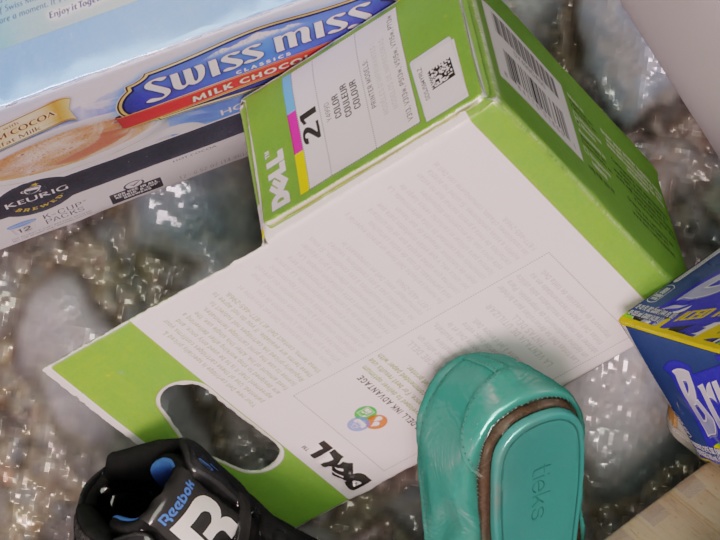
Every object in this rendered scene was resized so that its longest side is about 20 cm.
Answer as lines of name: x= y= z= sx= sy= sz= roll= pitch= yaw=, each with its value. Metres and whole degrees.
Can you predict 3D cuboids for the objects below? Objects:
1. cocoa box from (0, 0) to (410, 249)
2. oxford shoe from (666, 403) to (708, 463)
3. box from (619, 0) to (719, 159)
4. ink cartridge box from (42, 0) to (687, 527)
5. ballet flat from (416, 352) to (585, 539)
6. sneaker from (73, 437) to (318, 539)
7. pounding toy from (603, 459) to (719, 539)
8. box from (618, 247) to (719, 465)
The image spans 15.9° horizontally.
cocoa box: x=-0.083 y=-0.115 z=0.961 sx=0.199 sy=0.131 sz=0.134 roll=-20 pitch=73 yaw=-3
oxford shoe: x=0.197 y=0.093 z=0.996 sx=0.200 sy=0.075 sz=0.058 roll=41 pitch=126 yaw=-5
box: x=0.208 y=-0.105 z=0.942 sx=0.171 sy=0.200 sz=0.199 roll=-32 pitch=87 yaw=-2
ink cartridge box: x=0.000 y=0.000 z=0.955 sx=0.200 sy=0.148 sz=0.076 roll=-30 pitch=44 yaw=20
ballet flat: x=0.052 y=0.114 z=0.969 sx=0.067 sy=0.070 sz=0.201 roll=-15 pitch=124 yaw=-21
sneaker: x=-0.029 y=0.120 z=0.909 sx=0.199 sy=0.112 sz=0.073 roll=14 pitch=60 yaw=40
pounding toy: x=0.178 y=0.145 z=0.884 sx=0.142 sy=0.184 sz=0.200 roll=-35 pitch=118 yaw=-6
box: x=0.160 y=0.033 z=0.845 sx=0.070 sy=0.200 sz=0.064 roll=-34 pitch=102 yaw=-10
